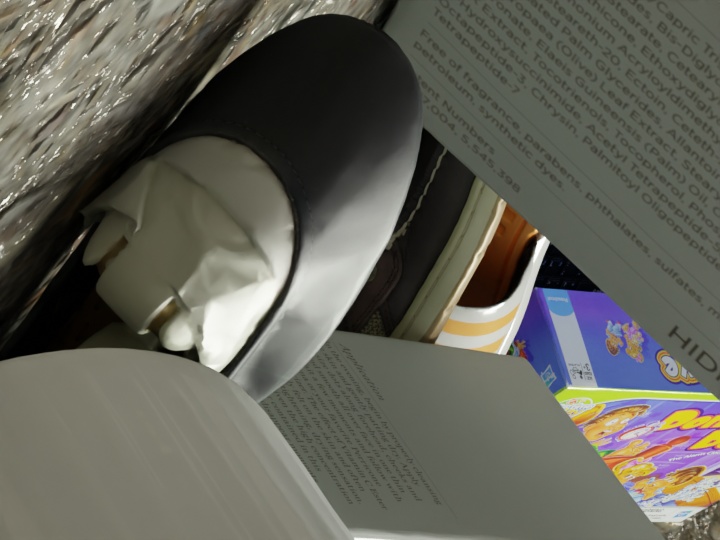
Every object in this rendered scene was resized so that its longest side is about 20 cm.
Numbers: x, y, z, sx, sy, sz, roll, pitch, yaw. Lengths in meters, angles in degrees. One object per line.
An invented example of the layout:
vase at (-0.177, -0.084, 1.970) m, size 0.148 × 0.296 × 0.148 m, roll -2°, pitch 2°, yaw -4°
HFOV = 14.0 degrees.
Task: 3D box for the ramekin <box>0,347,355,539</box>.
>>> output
ramekin at (-0.083, 0.108, 0.698) m, size 0.200 × 0.098 × 0.201 m, roll -23°, pitch 151°, yaw -14°

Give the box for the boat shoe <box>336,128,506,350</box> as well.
boat shoe at (0.000, 0.000, 0.992) m, size 0.200 × 0.065 × 0.072 m, roll -62°, pitch -176°, yaw 29°

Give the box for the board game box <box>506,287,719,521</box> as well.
board game box at (0.108, 0.061, 1.245) m, size 0.200 × 0.045 × 0.134 m, roll 4°, pitch 151°, yaw -41°

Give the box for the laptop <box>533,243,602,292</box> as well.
laptop at (0.099, 0.006, 1.183) m, size 0.177 × 0.103 × 0.200 m, roll 5°, pitch 124°, yaw -43°

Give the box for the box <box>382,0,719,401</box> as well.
box at (0.149, -0.092, 0.884) m, size 0.199 × 0.200 × 0.171 m, roll -43°, pitch 173°, yaw -31°

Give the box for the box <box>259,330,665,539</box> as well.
box at (-0.020, 0.094, 0.920) m, size 0.200 × 0.098 × 0.125 m, roll 10°, pitch 125°, yaw -47°

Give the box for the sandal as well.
sandal at (0.030, -0.018, 1.074) m, size 0.059 × 0.079 × 0.207 m, roll -36°, pitch 156°, yaw -55°

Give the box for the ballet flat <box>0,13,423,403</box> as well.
ballet flat at (-0.057, 0.019, 0.759) m, size 0.200 × 0.073 × 0.073 m, roll -50°, pitch 173°, yaw 21°
